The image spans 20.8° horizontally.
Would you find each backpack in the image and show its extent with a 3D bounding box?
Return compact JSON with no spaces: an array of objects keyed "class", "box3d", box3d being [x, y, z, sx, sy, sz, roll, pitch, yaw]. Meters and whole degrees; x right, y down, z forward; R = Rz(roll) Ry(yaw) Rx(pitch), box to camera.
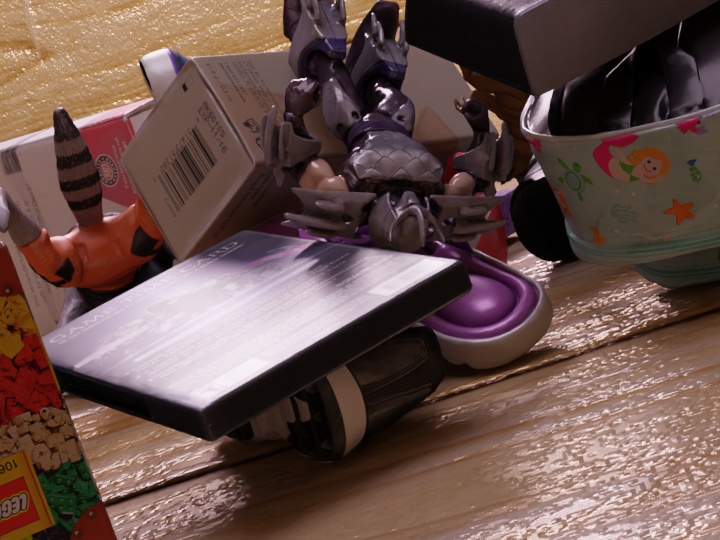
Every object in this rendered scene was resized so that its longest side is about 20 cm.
[{"class":"backpack","box3d":[0.175,-0.079,0.968,0.177,0.151,0.200,-12,23,26]}]

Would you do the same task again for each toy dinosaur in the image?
[{"class":"toy dinosaur","box3d":[0.080,-0.115,1.041,0.060,0.106,0.200,-29,-21,-6]}]

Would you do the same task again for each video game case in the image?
[{"class":"video game case","box3d":[-0.060,0.024,0.912,0.143,0.019,0.200,-29,19,-26]}]

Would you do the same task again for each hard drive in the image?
[{"class":"hard drive","box3d":[0.127,-0.156,0.944,0.200,0.042,0.135,-31,30,-17]}]

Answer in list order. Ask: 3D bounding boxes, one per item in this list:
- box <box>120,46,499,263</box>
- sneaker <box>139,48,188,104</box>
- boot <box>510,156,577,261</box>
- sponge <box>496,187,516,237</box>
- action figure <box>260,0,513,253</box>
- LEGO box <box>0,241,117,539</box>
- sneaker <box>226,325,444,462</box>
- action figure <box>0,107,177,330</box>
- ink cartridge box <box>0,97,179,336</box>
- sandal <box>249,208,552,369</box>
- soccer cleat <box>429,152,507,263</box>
[{"class":"box","box3d":[-0.026,-0.071,1.128,0.200,0.078,0.095,-11,-29,-43]},{"class":"sneaker","box3d":[-0.041,-0.094,1.268,0.146,0.200,0.081,-29,42,1]},{"class":"boot","box3d":[0.177,-0.086,1.169,0.200,0.076,0.168,-23,19,13]},{"class":"sponge","box3d":[-0.001,0.002,1.209,0.200,0.030,0.112,-27,13,-38]},{"class":"action figure","box3d":[0.006,-0.076,1.005,0.130,0.069,0.200,11,36,-24]},{"class":"LEGO box","box3d":[-0.197,0.062,0.935,0.077,0.149,0.200,-22,12,-18]},{"class":"sneaker","box3d":[-0.023,0.044,0.958,0.090,0.067,0.200,-21,14,-24]},{"class":"action figure","box3d":[-0.131,-0.021,1.220,0.200,0.105,0.194,-28,-27,-10]},{"class":"ink cartridge box","box3d":[-0.194,-0.034,1.404,0.200,0.147,0.083,-11,13,36]},{"class":"sandal","box3d":[0.014,-0.008,1.008,0.203,0.050,0.082,17,48,39]},{"class":"soccer cleat","box3d":[0.000,0.000,1.091,0.200,0.077,0.067,-26,13,-32]}]
